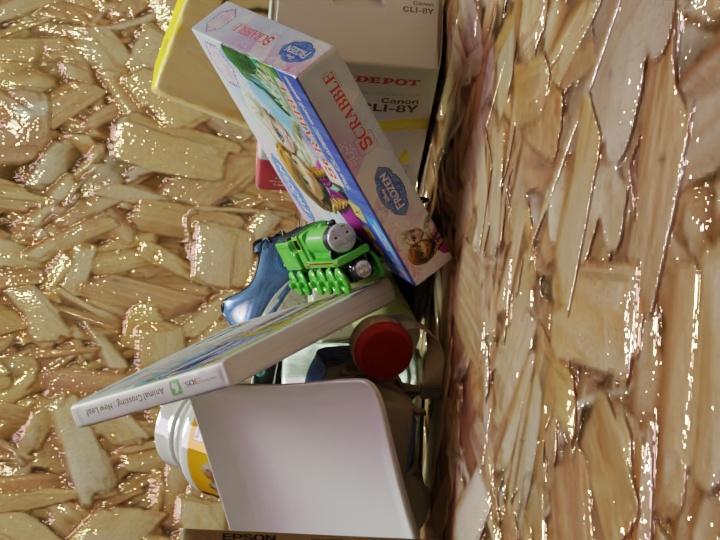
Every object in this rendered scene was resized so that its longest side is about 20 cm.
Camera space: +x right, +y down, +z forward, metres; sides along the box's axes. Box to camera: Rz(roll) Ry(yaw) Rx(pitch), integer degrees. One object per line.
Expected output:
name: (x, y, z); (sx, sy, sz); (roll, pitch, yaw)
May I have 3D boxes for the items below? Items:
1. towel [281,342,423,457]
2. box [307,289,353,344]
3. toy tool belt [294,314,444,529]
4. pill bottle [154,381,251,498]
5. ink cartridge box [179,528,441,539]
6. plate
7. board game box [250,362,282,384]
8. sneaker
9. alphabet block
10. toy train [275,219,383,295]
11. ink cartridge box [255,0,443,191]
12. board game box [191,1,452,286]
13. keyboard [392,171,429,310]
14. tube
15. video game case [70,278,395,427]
towel: (-0.014, 0.161, 1.754); (0.023, 0.152, 0.201); (8, -96, -51)
box: (-0.010, 0.073, 1.899); (0.200, 0.068, 0.083); (93, 168, -62)
toy tool belt: (-0.003, 0.112, 1.655); (0.123, 0.124, 0.201); (-119, 32, -65)
pill bottle: (-0.088, 0.163, 1.899); (0.109, 0.199, 0.110); (-22, -62, -50)
ink cartridge box: (-0.037, 0.275, 1.495); (0.075, 0.199, 0.166); (-97, 12, -65)
plate: (-0.030, 0.172, 1.586); (0.199, 0.032, 0.201); (-4, 106, 43)
board game box: (-0.044, 0.079, 2.042); (0.200, 0.028, 0.136); (45, -125, -61)
sneaker: (-0.053, -0.017, 1.927); (0.200, 0.089, 0.079); (-47, -18, -13)
alphabet block: (-0.076, -0.236, 2.001); (0.196, 0.199, 0.196); (-115, 45, -78)
toy train: (-0.028, -0.012, 1.660); (0.057, 0.042, 0.200); (63, 167, -5)
ink cartridge box: (-0.013, -0.151, 1.773); (0.200, 0.144, 0.084); (100, 173, -59)
board game box: (-0.032, -0.100, 1.608); (0.201, 0.041, 0.199); (60, 166, -28)
keyboard: (0.044, -0.026, 1.745); (0.200, 0.039, 0.105); (95, 161, -66)
tube: (0.000, 0.000, 1.765); (0.200, 0.052, 0.058); (-115, 21, -54)
video game case: (-0.097, 0.063, 1.604); (0.181, 0.200, 0.022); (-18, 96, 42)
